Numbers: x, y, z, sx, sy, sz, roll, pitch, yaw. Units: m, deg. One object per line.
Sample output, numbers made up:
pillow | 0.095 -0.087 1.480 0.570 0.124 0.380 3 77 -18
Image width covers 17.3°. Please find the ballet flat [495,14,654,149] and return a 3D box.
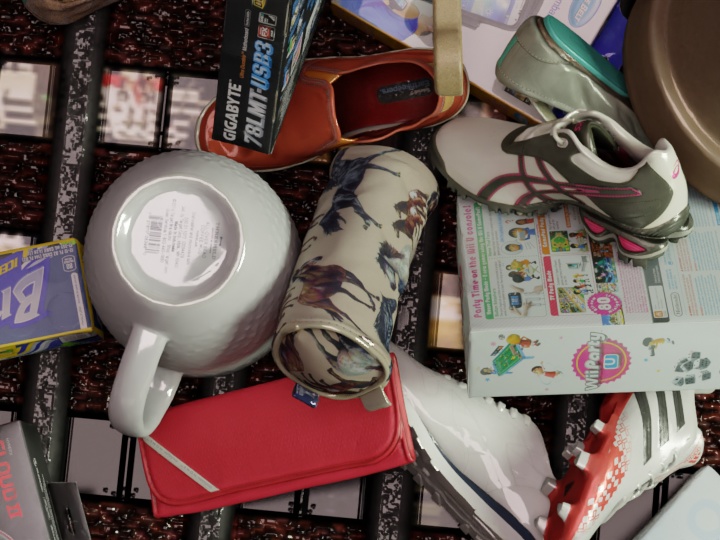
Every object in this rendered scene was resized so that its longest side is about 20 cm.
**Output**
ballet flat | 0.178 -0.106 1.644 0.200 0.067 0.064 31 115 -21

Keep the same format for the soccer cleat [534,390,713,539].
soccer cleat | 0.186 0.124 1.600 0.085 0.069 0.200 33 57 -7

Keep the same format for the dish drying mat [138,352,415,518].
dish drying mat | -0.061 0.115 1.615 0.200 0.018 0.077 -15 80 23

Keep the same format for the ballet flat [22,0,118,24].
ballet flat | -0.149 -0.232 1.677 0.200 0.067 0.068 -30 83 -3

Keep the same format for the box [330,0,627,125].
box | 0.093 -0.187 1.679 0.200 0.041 0.119 30 84 7

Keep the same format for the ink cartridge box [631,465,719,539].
ink cartridge box | 0.252 0.252 1.578 0.200 0.047 0.160 43 56 8

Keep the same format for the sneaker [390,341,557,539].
sneaker | 0.072 0.115 1.631 0.080 0.076 0.200 -41 87 -16

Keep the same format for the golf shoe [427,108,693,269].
golf shoe | 0.135 -0.078 1.597 0.200 0.088 0.077 21 47 28

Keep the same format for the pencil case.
pencil case | 0.000 0.000 1.589 0.078 0.089 0.200 -15 37 28

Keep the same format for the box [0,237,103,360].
box | -0.284 0.032 1.647 0.200 0.064 0.070 -11 82 -1

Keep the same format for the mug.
mug | -0.123 0.016 1.588 0.147 0.175 0.200 19 83 4

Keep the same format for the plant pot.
plant pot | 0.302 -0.154 1.570 0.200 0.175 0.201 8 69 -22

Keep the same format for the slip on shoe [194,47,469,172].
slip on shoe | -0.024 -0.113 1.647 0.200 0.061 0.074 -10 96 14

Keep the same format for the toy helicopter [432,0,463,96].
toy helicopter | 0.059 -0.217 1.591 0.079 0.132 0.200 -1 75 1

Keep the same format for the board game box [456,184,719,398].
board game box | 0.167 0.012 1.601 0.200 0.064 0.148 -2 40 0

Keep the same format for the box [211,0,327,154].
box | -0.044 -0.213 1.573 0.050 0.199 0.200 16 56 4

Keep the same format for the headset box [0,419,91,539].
headset box | -0.284 0.195 1.619 0.200 0.075 0.149 -15 82 -1
